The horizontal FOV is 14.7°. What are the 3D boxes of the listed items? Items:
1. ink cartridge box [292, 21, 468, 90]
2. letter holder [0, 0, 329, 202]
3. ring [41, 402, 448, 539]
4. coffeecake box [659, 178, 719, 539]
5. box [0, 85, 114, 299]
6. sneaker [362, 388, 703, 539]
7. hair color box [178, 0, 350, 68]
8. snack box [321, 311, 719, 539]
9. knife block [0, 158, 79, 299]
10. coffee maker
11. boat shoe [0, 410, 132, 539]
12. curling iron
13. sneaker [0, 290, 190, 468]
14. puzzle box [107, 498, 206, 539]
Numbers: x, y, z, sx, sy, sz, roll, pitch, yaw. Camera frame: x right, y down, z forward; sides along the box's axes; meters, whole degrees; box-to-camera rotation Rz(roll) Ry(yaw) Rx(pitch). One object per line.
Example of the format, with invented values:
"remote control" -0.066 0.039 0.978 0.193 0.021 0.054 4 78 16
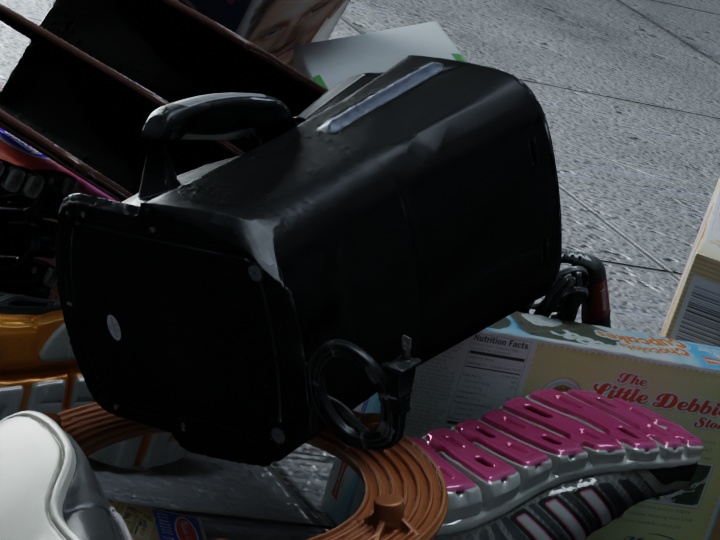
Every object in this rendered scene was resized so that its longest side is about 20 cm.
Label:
"ink cartridge box" 0.026 -0.011 1.445 0.083 0.200 0.147 -10 21 -7
"letter holder" -0.137 -0.102 1.351 0.200 0.101 0.142 31 0 39
"ring" -0.062 0.087 1.188 0.200 0.019 0.200 1 21 0
"coffeecake box" 0.198 0.048 1.523 0.073 0.154 0.200 20 16 6
"box" -0.169 -0.023 1.482 0.103 0.095 0.200 2 22 -41
"sneaker" 0.078 0.114 1.291 0.200 0.088 0.074 -13 27 -42
"hair color box" -0.064 -0.132 1.478 0.100 0.200 0.061 -32 75 -34
"snack box" 0.091 0.083 1.366 0.200 0.116 0.037 11 18 -24
"knife block" -0.238 -0.031 1.346 0.200 0.064 0.176 11 -10 -3
"coffee maker" 0.000 0.000 1.220 0.192 0.135 0.200 35 42 25
"boat shoe" -0.116 0.119 1.065 0.057 0.067 0.200 59 -5 -27
"curling iron" 0.111 0.051 1.428 0.050 0.200 0.026 -9 55 7
"sneaker" -0.154 0.041 1.326 0.200 0.078 0.077 10 12 -23
"puzzle box" -0.117 0.138 1.128 0.133 0.025 0.200 14 16 -15
